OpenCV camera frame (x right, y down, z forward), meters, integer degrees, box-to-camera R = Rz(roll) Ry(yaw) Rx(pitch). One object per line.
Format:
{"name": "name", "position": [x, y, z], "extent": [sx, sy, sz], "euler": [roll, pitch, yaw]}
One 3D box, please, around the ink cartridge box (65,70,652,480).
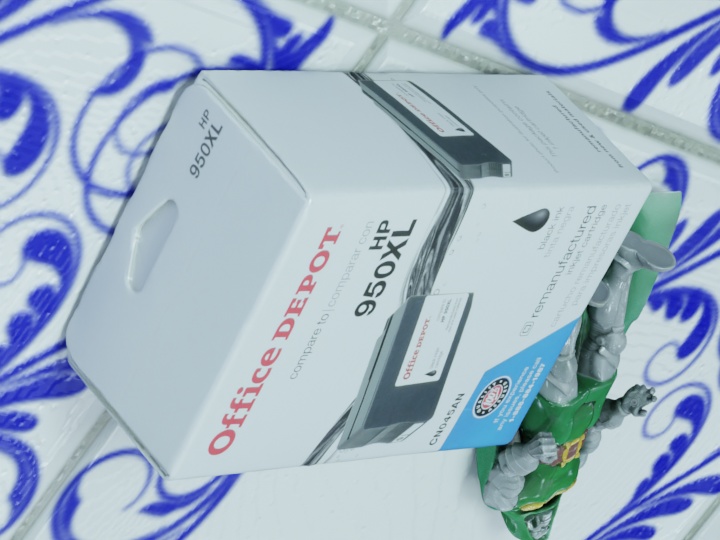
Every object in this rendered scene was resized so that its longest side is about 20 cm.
{"name": "ink cartridge box", "position": [0.000, 0.000, 1.208], "extent": [0.200, 0.084, 0.145], "euler": [-3, 130, -44]}

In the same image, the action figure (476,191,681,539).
{"name": "action figure", "position": [0.096, 0.061, 1.413], "extent": [0.118, 0.055, 0.200], "euler": [-25, 147, -30]}
